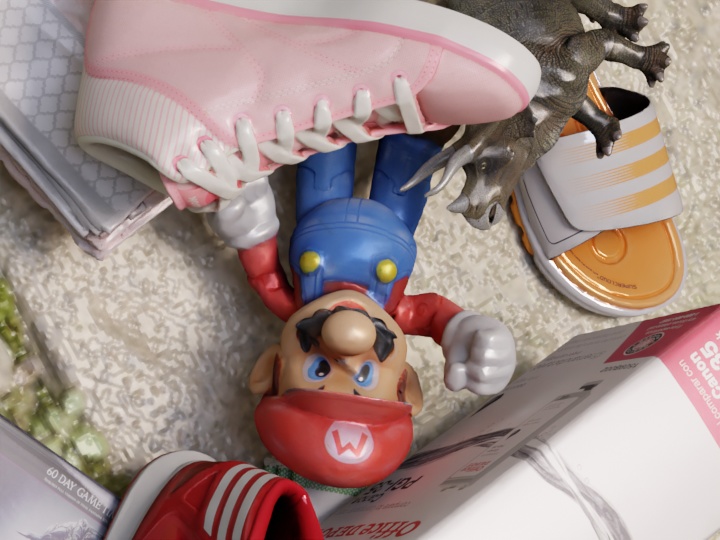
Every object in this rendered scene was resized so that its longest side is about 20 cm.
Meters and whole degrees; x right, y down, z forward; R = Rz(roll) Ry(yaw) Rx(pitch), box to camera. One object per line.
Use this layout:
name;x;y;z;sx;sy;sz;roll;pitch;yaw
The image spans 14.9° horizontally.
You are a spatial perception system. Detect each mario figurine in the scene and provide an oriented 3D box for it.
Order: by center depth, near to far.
mario figurine;0.000;0.000;1.234;0.106;0.123;0.200;37;49;-46

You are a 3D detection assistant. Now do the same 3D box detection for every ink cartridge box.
ink cartridge box;0.078;0.106;1.219;0.200;0.146;0.083;-35;98;-25

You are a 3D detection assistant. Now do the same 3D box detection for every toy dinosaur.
toy dinosaur;0.078;-0.112;1.263;0.102;0.077;0.200;16;51;-23

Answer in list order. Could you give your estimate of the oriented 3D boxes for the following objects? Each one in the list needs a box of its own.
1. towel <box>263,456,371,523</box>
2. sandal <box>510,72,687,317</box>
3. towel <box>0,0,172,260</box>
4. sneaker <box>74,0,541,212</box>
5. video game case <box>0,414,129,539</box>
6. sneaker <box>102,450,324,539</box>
towel;0.019;0.189;1.275;0.149;0.031;0.200;8;79;-22
sandal;0.103;-0.074;1.337;0.079;0.059;0.207;-26;93;-25
towel;-0.115;-0.134;1.244;0.200;0.032;0.191;46;67;3
sneaker;-0.029;-0.065;1.173;0.200;0.075;0.105;12;73;12
video game case;-0.158;0.180;1.188;0.143;0.019;0.200;39;69;-28
sneaker;-0.081;0.168;1.160;0.078;0.115;0.200;28;72;-31
